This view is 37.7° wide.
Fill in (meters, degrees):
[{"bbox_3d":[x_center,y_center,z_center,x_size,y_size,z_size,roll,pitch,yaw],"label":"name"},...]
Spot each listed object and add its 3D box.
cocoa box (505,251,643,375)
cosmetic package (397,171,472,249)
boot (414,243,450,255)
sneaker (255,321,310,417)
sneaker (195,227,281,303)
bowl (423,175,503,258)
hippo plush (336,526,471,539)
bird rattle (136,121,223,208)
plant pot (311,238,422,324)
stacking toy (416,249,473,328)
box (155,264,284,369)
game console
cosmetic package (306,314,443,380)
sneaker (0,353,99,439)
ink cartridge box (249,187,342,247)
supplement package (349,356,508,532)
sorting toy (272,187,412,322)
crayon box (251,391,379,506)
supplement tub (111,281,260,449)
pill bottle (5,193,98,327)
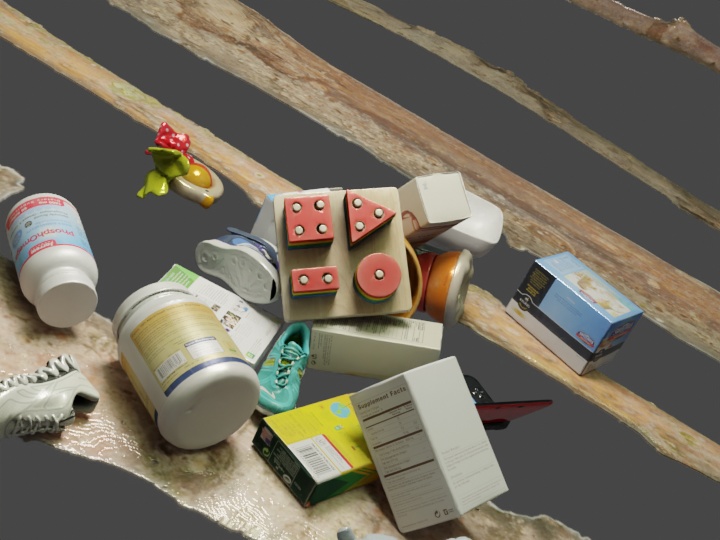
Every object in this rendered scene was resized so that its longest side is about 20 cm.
[{"bbox_3d":[0.408,0.077,2.018,0.200,0.131,0.133,42,33,27],"label":"cocoa box"},{"bbox_3d":[0.095,-0.097,1.875,0.103,0.200,0.087,-10,78,-32],"label":"cosmetic package"},{"bbox_3d":[0.126,-0.035,2.040,0.162,0.073,0.198,19,37,-9],"label":"boot"},{"bbox_3d":[-0.114,0.144,1.543,0.077,0.080,0.200,22,29,-7],"label":"sneaker"},{"bbox_3d":[-0.158,-0.009,1.728,0.200,0.081,0.146,23,20,38],"label":"sneaker"},{"bbox_3d":[0.191,-0.103,2.201,0.200,0.075,0.200,26,28,-2],"label":"bowl"},{"bbox_3d":[0.037,0.389,1.242,0.161,0.160,0.200,6,1,29],"label":"hippo plush"},{"bbox_3d":[-0.326,-0.174,1.919,0.163,0.113,0.200,33,14,-11],"label":"bird rattle"},{"bbox_3d":[0.000,0.000,1.779,0.200,0.200,0.183,23,14,-6],"label":"plant pot"},{"bbox_3d":[0.096,0.013,1.908,0.200,0.146,0.146,15,27,12],"label":"stacking toy"},{"bbox_3d":[-0.229,0.075,1.613,0.200,0.036,0.144,29,29,2],"label":"box"},{"bbox_3d":[0.164,0.191,1.650,0.200,0.119,0.172,3,36,-36],"label":"game console"},{"bbox_3d":[0.024,0.117,1.643,0.200,0.071,0.105,10,21,5],"label":"cosmetic package"},{"bbox_3d":[-0.400,0.169,1.290,0.081,0.075,0.200,43,32,11],"label":"sneaker"},{"bbox_3d":[-0.097,-0.079,1.886,0.068,0.115,0.200,42,33,27],"label":"ink cartridge box"},{"bbox_3d":[0.092,0.235,1.438,0.117,0.117,0.200,-11,77,-47],"label":"supplement package"},{"bbox_3d":[-0.025,-0.032,1.614,0.198,0.070,0.200,-5,76,-9],"label":"sorting toy"},{"bbox_3d":[-0.036,0.244,1.472,0.200,0.051,0.127,-9,44,-46],"label":"crayon box"},{"bbox_3d":[-0.238,0.123,1.412,0.144,0.145,0.200,-2,39,-40],"label":"supplement tub"},{"bbox_3d":[-0.439,-0.014,1.512,0.109,0.109,0.200,5,35,-33],"label":"pill bottle"}]
